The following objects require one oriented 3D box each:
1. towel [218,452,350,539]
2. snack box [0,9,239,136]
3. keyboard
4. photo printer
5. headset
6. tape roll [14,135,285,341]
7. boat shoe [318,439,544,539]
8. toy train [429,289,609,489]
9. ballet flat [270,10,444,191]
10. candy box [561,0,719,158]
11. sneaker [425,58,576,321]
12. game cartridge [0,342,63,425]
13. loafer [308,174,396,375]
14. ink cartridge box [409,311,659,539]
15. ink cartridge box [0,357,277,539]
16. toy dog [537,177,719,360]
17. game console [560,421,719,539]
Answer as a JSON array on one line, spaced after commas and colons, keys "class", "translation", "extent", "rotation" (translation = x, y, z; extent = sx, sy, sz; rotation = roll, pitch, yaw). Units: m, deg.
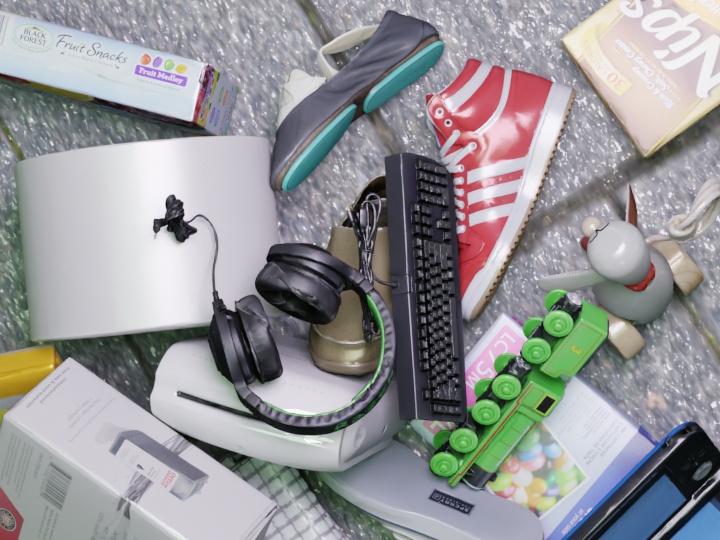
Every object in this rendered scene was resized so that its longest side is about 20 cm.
[{"class": "towel", "translation": [-0.099, 0.248, 1.746], "extent": [0.200, 0.086, 0.166], "rotation": [-38, 84, 7]}, {"class": "snack box", "translation": [-0.207, -0.155, 1.730], "extent": [0.199, 0.142, 0.053], "rotation": [15, 90, 7]}, {"class": "keyboard", "translation": [0.038, 0.011, 1.634], "extent": [0.021, 0.127, 0.202], "rotation": [-12, 78, 40]}, {"class": "photo printer", "translation": [-0.061, 0.097, 1.673], "extent": [0.165, 0.200, 0.070], "rotation": [15, 98, 14]}, {"class": "headset", "translation": [-0.064, 0.025, 1.555], "extent": [0.200, 0.094, 0.124], "rotation": [41, 77, 16]}, {"class": "tape roll", "translation": [-0.161, -0.022, 1.695], "extent": [0.201, 0.203, 0.140], "rotation": [-6, 88, 7]}, {"class": "boat shoe", "translation": [0.049, 0.196, 1.733], "extent": [0.199, 0.074, 0.066], "rotation": [27, 134, 24]}, {"class": "toy train", "translation": [0.120, 0.095, 1.672], "extent": [0.056, 0.042, 0.200], "rotation": [28, 122, -12]}, {"class": "ballet flat", "translation": [-0.019, -0.139, 1.718], "extent": [0.073, 0.073, 0.200], "rotation": [45, 63, 5]}, {"class": "candy box", "translation": [0.269, -0.192, 1.717], "extent": [0.199, 0.055, 0.116], "rotation": [-36, 86, 5]}, {"class": "sneaker", "translation": [0.084, -0.068, 1.731], "extent": [0.112, 0.071, 0.201], "rotation": [22, 85, 2]}, {"class": "game cartridge", "translation": [-0.307, 0.140, 1.735], "extent": [0.199, 0.177, 0.033], "rotation": [-14, 48, 6]}, {"class": "loafer", "translation": [0.000, 0.000, 1.683], "extent": [0.075, 0.201, 0.068], "rotation": [0, 129, 9]}, {"class": "ink cartridge box", "translation": [0.151, 0.141, 1.739], "extent": [0.200, 0.042, 0.120], "rotation": [41, 94, 4]}, {"class": "ink cartridge box", "translation": [-0.176, 0.182, 1.642], "extent": [0.199, 0.085, 0.146], "rotation": [35, 137, 11]}, {"class": "toy dog", "translation": [0.194, -0.013, 1.675], "extent": [0.132, 0.200, 0.096], "rotation": [-39, 67, -20]}, {"class": "game console", "translation": [0.234, 0.238, 1.681], "extent": [0.200, 0.171, 0.118], "rotation": [-45, 63, 1]}]
